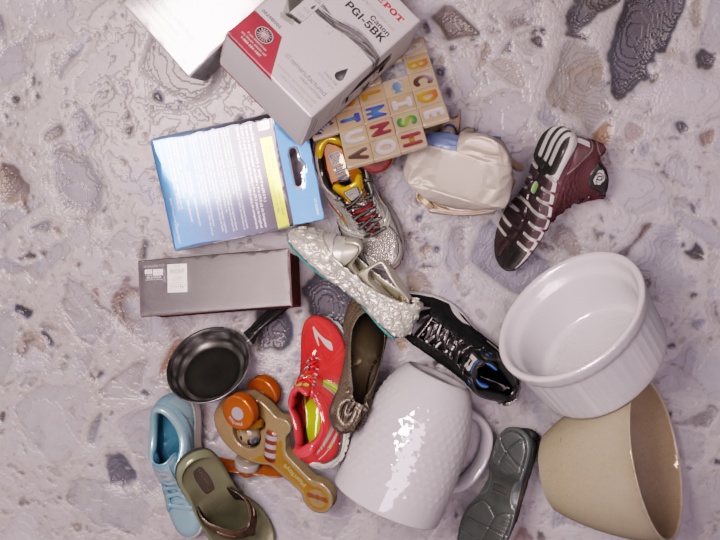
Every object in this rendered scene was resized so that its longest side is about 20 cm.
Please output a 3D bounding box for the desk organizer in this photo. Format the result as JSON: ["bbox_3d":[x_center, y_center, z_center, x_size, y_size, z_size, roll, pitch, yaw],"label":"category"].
[{"bbox_3d":[-0.178,0.019,1.461,0.196,0.077,0.073,-4,85,8],"label":"desk organizer"}]

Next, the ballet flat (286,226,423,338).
[{"bbox_3d":[0.000,0.000,1.434,0.199,0.072,0.072,41,96,-2],"label":"ballet flat"}]

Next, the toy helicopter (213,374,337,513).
[{"bbox_3d":[-0.114,0.245,1.488,0.200,0.079,0.133,43,119,7],"label":"toy helicopter"}]

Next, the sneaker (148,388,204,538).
[{"bbox_3d":[-0.246,0.259,1.484,0.073,0.082,0.204,-4,98,25],"label":"sneaker"}]

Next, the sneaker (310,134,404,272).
[{"bbox_3d":[-0.009,-0.086,1.444,0.077,0.082,0.202,-30,97,4],"label":"sneaker"}]

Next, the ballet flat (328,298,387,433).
[{"bbox_3d":[0.003,0.109,1.437,0.067,0.046,0.203,27,58,-20],"label":"ballet flat"}]

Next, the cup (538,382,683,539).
[{"bbox_3d":[0.308,0.246,1.441,0.141,0.200,0.203,-14,98,29],"label":"cup"}]

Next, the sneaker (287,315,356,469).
[{"bbox_3d":[-0.055,0.147,1.442,0.076,0.085,0.203,-18,64,31],"label":"sneaker"}]

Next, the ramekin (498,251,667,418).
[{"bbox_3d":[0.278,0.084,1.403,0.200,0.201,0.098,-38,120,6],"label":"ramekin"}]

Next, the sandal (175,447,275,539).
[{"bbox_3d":[-0.174,0.313,1.476,0.080,0.057,0.202,-42,126,-14],"label":"sandal"}]

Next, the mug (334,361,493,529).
[{"bbox_3d":[0.086,0.222,1.462,0.198,0.147,0.178,20,95,-31],"label":"mug"}]

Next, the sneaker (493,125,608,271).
[{"bbox_3d":[0.255,-0.080,1.448,0.114,0.076,0.202,6,122,-31],"label":"sneaker"}]

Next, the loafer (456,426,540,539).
[{"bbox_3d":[0.189,0.302,1.501,0.071,0.062,0.203,27,102,35],"label":"loafer"}]

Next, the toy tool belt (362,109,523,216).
[{"bbox_3d":[0.102,-0.138,1.433,0.197,0.123,0.127,13,109,11],"label":"toy tool belt"}]

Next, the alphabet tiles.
[{"bbox_3d":[0.016,-0.203,1.391,0.164,0.202,0.008,-15,137,3],"label":"alphabet tiles"}]

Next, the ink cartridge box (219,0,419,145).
[{"bbox_3d":[-0.048,-0.275,1.371,0.147,0.083,0.200,44,68,3],"label":"ink cartridge box"}]

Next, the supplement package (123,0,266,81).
[{"bbox_3d":[-0.170,-0.347,1.395,0.200,0.120,0.121,-43,94,6],"label":"supplement package"}]

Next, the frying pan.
[{"bbox_3d":[-0.176,0.096,1.491,0.114,0.031,0.191,19,60,28],"label":"frying pan"}]

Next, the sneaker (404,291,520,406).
[{"bbox_3d":[0.125,0.096,1.450,0.198,0.112,0.074,33,96,-3],"label":"sneaker"}]

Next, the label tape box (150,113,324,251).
[{"bbox_3d":[-0.153,-0.117,1.453,0.196,0.066,0.146,-12,96,1],"label":"label tape box"}]
